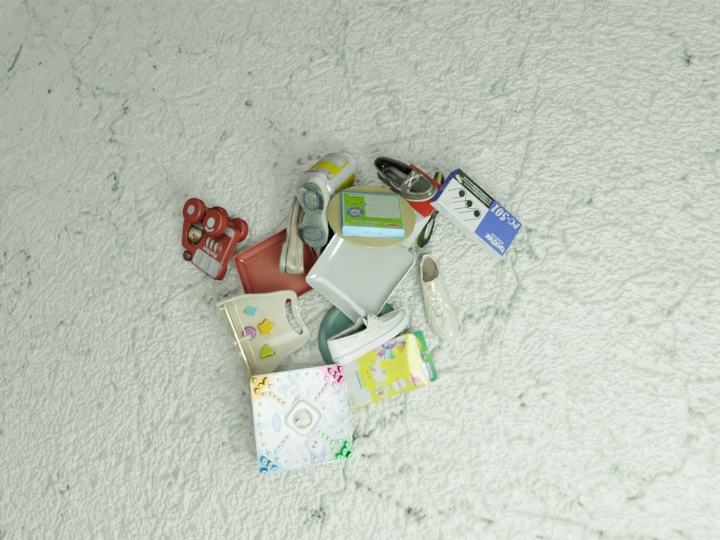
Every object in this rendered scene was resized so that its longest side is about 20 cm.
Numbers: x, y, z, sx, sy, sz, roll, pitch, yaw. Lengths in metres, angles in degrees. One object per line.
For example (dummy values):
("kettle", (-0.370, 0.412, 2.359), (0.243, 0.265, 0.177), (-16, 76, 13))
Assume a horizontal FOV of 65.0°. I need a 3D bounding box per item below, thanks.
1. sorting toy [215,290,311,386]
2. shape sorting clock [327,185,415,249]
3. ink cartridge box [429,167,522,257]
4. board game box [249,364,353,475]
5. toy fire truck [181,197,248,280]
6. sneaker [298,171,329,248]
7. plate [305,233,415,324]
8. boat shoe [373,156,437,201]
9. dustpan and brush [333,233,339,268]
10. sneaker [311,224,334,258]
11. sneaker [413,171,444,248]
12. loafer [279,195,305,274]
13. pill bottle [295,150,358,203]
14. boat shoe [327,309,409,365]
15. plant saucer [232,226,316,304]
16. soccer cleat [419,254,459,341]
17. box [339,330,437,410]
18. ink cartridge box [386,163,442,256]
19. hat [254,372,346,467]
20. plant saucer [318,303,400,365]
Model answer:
("sorting toy", (-0.216, 0.134, 1.318), (0.179, 0.107, 0.202), (-21, 96, -8))
("shape sorting clock", (0.024, -0.120, 1.259), (0.198, 0.039, 0.201), (5, 44, -5))
("ink cartridge box", (0.260, -0.126, 1.263), (0.200, 0.044, 0.094), (38, 78, -13))
("board game box", (-0.118, 0.306, 1.164), (0.198, 0.026, 0.202), (-6, 89, -15))
("toy fire truck", (-0.403, -0.086, 1.486), (0.199, 0.112, 0.169), (29, 95, 29))
("sneaker", (-0.097, -0.135, 1.300), (0.074, 0.201, 0.087), (17, 46, 7))
("plate", (0.000, 0.000, 1.286), (0.200, 0.032, 0.200), (38, 99, 20))
("boat shoe", (0.096, -0.215, 1.314), (0.067, 0.057, 0.200), (-49, 42, -5))
("dustpan and brush", (-0.030, -0.099, 1.358), (0.139, 0.057, 0.202), (3, 82, 48))
("sneaker", (-0.093, -0.059, 1.406), (0.082, 0.070, 0.202), (-27, 62, 37))
("sneaker", (0.148, -0.155, 1.363), (0.080, 0.074, 0.201), (17, 70, 26))
("loafer", (-0.152, -0.086, 1.389), (0.062, 0.072, 0.202), (9, 75, 3))
("pill bottle", (-0.075, -0.228, 1.406), (0.103, 0.105, 0.200), (10, 34, 21))
("boat shoe", (0.019, 0.125, 1.198), (0.199, 0.066, 0.073), (-31, 16, -30))
("plant saucer", (-0.202, 0.004, 1.415), (0.199, 0.037, 0.201), (-27, 61, 3))
("soccer cleat", (0.167, 0.059, 1.252), (0.069, 0.078, 0.202), (-17, 62, 9))
("box", (0.057, 0.210, 1.212), (0.198, 0.048, 0.118), (-20, 84, 9))
("ink cartridge box", (0.092, -0.146, 1.331), (0.201, 0.050, 0.161), (-57, 44, 14))
("hat", (-0.131, 0.315, 1.216), (0.199, 0.081, 0.203), (1, 87, -14))
("plant saucer", (-0.009, 0.142, 1.292), (0.198, 0.036, 0.202), (-7, 64, 14))
